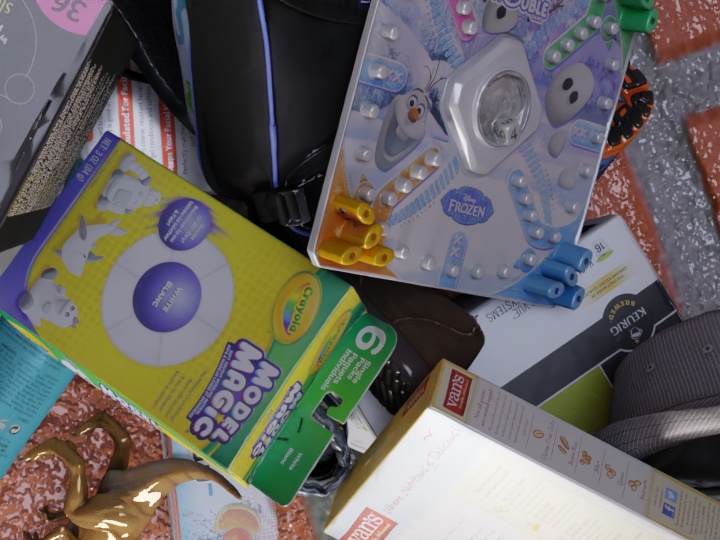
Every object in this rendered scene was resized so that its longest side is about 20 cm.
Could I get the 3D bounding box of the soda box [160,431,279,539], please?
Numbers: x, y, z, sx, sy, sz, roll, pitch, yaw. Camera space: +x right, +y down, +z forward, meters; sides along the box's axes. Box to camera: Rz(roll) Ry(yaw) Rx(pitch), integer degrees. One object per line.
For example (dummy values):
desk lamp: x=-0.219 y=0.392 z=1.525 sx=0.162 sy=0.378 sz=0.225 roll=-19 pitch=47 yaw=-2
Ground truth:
soda box: x=-0.092 y=0.087 z=0.973 sx=0.063 sy=0.068 sz=0.203 roll=-5 pitch=87 yaw=-11

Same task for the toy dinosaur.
toy dinosaur: x=-0.142 y=0.135 z=0.945 sx=0.200 sy=0.060 sz=0.107 roll=-42 pitch=75 yaw=30

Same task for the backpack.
backpack: x=-0.002 y=-0.139 z=0.863 sx=0.199 sy=0.147 sz=0.185 roll=-22 pitch=123 yaw=-29

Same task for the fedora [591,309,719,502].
fedora: x=0.210 y=0.079 z=0.855 sx=0.176 sy=0.199 sz=0.091 roll=28 pitch=53 yaw=-35

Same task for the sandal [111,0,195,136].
sandal: x=-0.136 y=-0.150 z=0.919 sx=0.200 sy=0.045 sz=0.075 roll=47 pitch=44 yaw=-13

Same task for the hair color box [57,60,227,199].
hair color box: x=-0.113 y=-0.099 z=0.982 sx=0.197 sy=0.064 sz=0.112 roll=-3 pitch=89 yaw=-13

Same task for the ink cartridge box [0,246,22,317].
ink cartridge box: x=-0.282 y=-0.066 z=0.901 sx=0.198 sy=0.084 sz=0.148 roll=22 pitch=90 yaw=8

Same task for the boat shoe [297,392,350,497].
boat shoe: x=-0.087 y=0.053 z=0.888 sx=0.199 sy=0.091 sz=0.071 roll=33 pitch=92 yaw=-8

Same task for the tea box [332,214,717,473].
tea box: x=0.111 y=0.103 z=0.981 sx=0.199 sy=0.134 sz=0.198 roll=-32 pitch=93 yaw=-11

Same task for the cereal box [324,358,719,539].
cereal box: x=0.095 y=0.138 z=0.842 sx=0.199 sy=0.144 sz=0.040 roll=29 pitch=48 yaw=-7

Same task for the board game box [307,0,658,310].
board game box: x=0.075 y=-0.085 z=0.833 sx=0.199 sy=0.026 sz=0.202 roll=10 pitch=97 yaw=-43

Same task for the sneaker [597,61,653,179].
sneaker: x=0.110 y=-0.052 z=0.999 sx=0.200 sy=0.079 sz=0.075 roll=-39 pitch=77 yaw=-25

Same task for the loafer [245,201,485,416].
loafer: x=0.000 y=0.000 z=0.908 sx=0.071 sy=0.073 sz=0.200 roll=-27 pitch=61 yaw=-21

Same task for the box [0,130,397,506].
box: x=-0.088 y=0.026 z=0.841 sx=0.199 sy=0.048 sz=0.118 roll=32 pitch=80 yaw=18

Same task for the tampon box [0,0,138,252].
tampon box: x=-0.201 y=-0.098 z=0.744 sx=0.149 sy=0.200 sz=0.127 roll=28 pitch=90 yaw=-7

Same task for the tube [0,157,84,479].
tube: x=-0.189 y=0.039 z=0.939 sx=0.077 sy=0.050 sz=0.201 roll=34 pitch=97 yaw=-6
